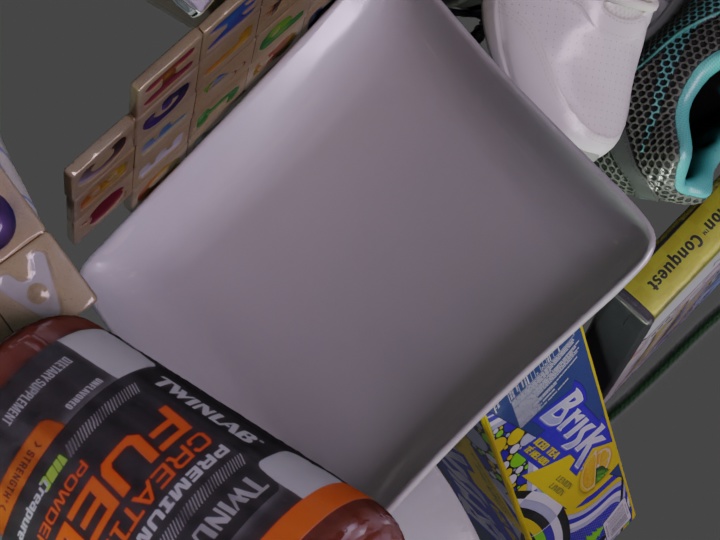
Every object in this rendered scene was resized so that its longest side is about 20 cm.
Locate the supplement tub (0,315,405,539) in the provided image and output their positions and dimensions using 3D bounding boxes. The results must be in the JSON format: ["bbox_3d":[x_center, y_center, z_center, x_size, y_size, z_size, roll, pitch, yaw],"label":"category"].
[{"bbox_3d":[-0.057,0.105,0.765,0.107,0.200,0.107,-47,155,-30],"label":"supplement tub"}]

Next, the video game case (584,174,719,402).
[{"bbox_3d":[0.169,-0.015,0.994,0.025,0.200,0.181,43,75,10],"label":"video game case"}]

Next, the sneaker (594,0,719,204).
[{"bbox_3d":[0.169,-0.101,0.915,0.200,0.091,0.078,-51,129,-8],"label":"sneaker"}]

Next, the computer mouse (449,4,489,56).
[{"bbox_3d":[0.026,-0.054,0.971,0.138,0.053,0.200,42,67,-30],"label":"computer mouse"}]

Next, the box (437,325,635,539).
[{"bbox_3d":[0.069,0.068,0.968,0.064,0.070,0.200,-43,145,-15],"label":"box"}]

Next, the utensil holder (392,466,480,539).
[{"bbox_3d":[-0.062,0.158,0.897,0.200,0.170,0.170,-29,115,-24],"label":"utensil holder"}]

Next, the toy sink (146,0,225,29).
[{"bbox_3d":[-0.068,-0.188,0.779,0.130,0.112,0.200,-56,166,-8],"label":"toy sink"}]

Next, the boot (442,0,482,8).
[{"bbox_3d":[0.125,-0.130,0.978,0.200,0.072,0.182,50,59,-31],"label":"boot"}]

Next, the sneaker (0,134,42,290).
[{"bbox_3d":[-0.158,-0.025,0.843,0.075,0.087,0.200,-32,115,-19],"label":"sneaker"}]

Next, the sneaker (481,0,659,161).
[{"bbox_3d":[0.101,-0.144,0.859,0.070,0.080,0.201,11,80,-43],"label":"sneaker"}]

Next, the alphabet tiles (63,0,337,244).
[{"bbox_3d":[-0.045,-0.090,0.861,0.200,0.166,0.006,-43,85,-15],"label":"alphabet tiles"}]

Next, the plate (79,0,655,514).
[{"bbox_3d":[0.000,0.000,0.858,0.200,0.200,0.032,-46,143,9],"label":"plate"}]

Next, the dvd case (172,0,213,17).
[{"bbox_3d":[-0.046,-0.208,0.707,0.149,0.016,0.200,42,80,-14],"label":"dvd case"}]

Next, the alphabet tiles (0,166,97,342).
[{"bbox_3d":[-0.229,0.004,0.801,0.200,0.008,0.167,-37,92,-4],"label":"alphabet tiles"}]
